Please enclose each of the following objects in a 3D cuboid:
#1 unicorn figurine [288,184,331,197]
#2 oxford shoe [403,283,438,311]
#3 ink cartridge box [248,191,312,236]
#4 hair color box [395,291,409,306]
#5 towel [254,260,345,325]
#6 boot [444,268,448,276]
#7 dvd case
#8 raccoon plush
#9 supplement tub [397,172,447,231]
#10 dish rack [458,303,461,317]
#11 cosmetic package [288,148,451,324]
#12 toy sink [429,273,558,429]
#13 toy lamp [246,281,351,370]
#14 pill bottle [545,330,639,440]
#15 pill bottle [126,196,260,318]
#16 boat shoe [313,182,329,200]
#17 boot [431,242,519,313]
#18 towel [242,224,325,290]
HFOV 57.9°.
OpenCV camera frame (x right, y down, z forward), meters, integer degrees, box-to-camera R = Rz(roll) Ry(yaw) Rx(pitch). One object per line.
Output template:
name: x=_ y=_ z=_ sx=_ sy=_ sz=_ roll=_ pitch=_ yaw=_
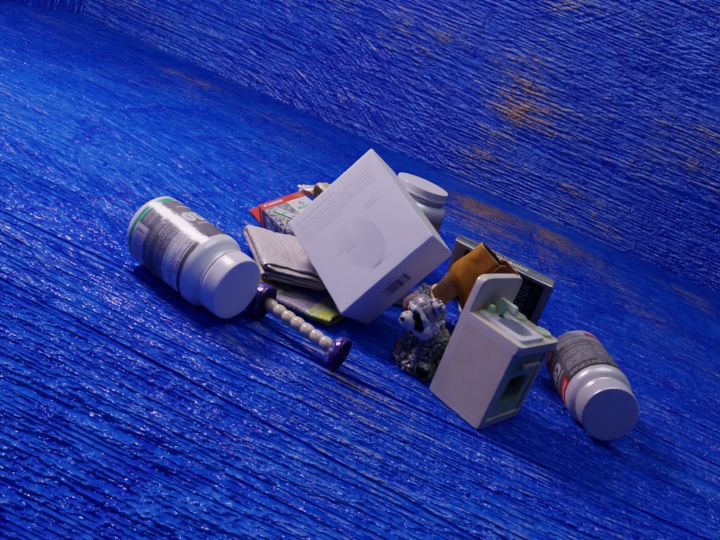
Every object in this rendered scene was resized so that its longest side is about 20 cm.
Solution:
unicorn figurine: x=-0.055 y=-0.153 z=1.468 sx=0.135 sy=0.075 sz=0.200 roll=-8 pitch=39 yaw=-36
oxford shoe: x=0.114 y=0.085 z=1.221 sx=0.071 sy=0.073 sz=0.200 roll=-3 pitch=17 yaw=14
ink cartridge box: x=-0.157 y=-0.122 z=1.403 sx=0.107 sy=0.051 sz=0.200 roll=-21 pitch=40 yaw=-26
hair color box: x=0.000 y=0.000 z=1.298 sx=0.195 sy=0.062 sz=0.099 roll=16 pitch=20 yaw=-17
towel: x=-0.113 y=0.032 z=1.140 sx=0.197 sy=0.023 sz=0.143 roll=27 pitch=18 yaw=14
boot: x=0.267 y=0.013 z=1.429 sx=0.148 sy=0.075 sz=0.200 roll=25 pitch=23 yaw=9
dvd case: x=0.257 y=0.033 z=1.244 sx=0.197 sy=0.152 sz=0.025 roll=28 pitch=48 yaw=18
raccoon plush: x=0.134 y=0.095 z=1.073 sx=0.096 sy=0.137 sz=0.197 roll=34 pitch=22 yaw=36
supplement tub: x=0.105 y=-0.101 z=1.471 sx=0.142 sy=0.204 sz=0.146 roll=19 pitch=18 yaw=-7
dish rack: x=0.276 y=0.105 z=1.358 sx=0.168 sy=0.044 sz=0.200 roll=22 pitch=19 yaw=1
cosmetic package: x=0.015 y=-0.055 z=1.121 sx=0.202 sy=0.198 sz=0.123 roll=57 pitch=13 yaw=24
toy sink: x=0.215 y=0.122 z=0.995 sx=0.111 sy=0.204 sz=0.129 roll=34 pitch=21 yaw=36
toy lamp: x=-0.105 y=0.076 z=0.981 sx=0.198 sy=0.059 sz=0.058 roll=33 pitch=21 yaw=22
pill bottle: x=0.402 y=0.198 z=1.139 sx=0.111 sy=0.116 sz=0.201 roll=20 pitch=19 yaw=-6
pill bottle: x=-0.250 y=-0.019 z=0.979 sx=0.198 sy=0.115 sz=0.112 roll=32 pitch=21 yaw=26
boat shoe: x=-0.020 y=-0.112 z=1.378 sx=0.201 sy=0.073 sz=0.063 roll=46 pitch=61 yaw=5
boot: x=0.239 y=0.061 z=1.186 sx=0.202 sy=0.143 sz=0.071 roll=48 pitch=22 yaw=-8
towel: x=-0.138 y=-0.028 z=1.188 sx=0.130 sy=0.035 sz=0.200 roll=15 pitch=19 yaw=-27
